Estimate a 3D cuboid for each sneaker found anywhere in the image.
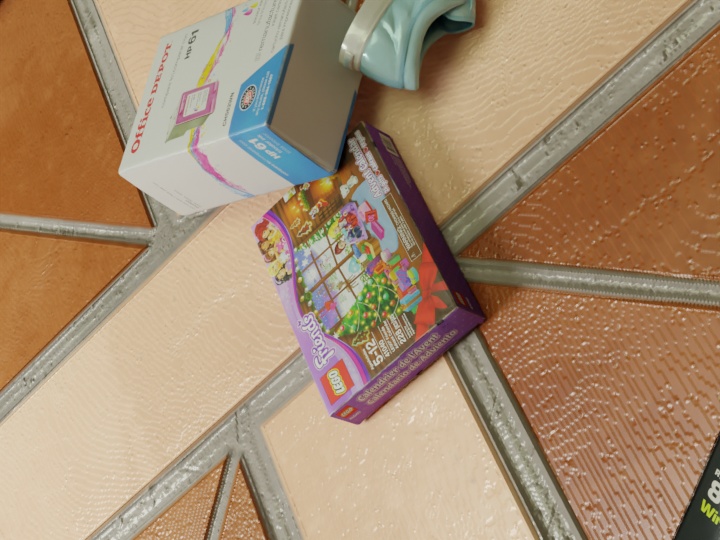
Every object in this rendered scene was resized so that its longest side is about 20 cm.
[{"bbox_3d":[0.066,-0.230,1.145,0.082,0.074,0.200,30,86,7],"label":"sneaker"}]

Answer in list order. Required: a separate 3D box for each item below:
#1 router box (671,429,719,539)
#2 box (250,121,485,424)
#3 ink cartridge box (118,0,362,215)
[{"bbox_3d":[0.261,0.180,0.773,0.200,0.062,0.150,43,128,43],"label":"router box"},{"bbox_3d":[0.000,0.000,1.121,0.137,0.039,0.200,-42,51,22],"label":"box"},{"bbox_3d":[-0.099,-0.141,1.204,0.200,0.085,0.145,-13,55,45],"label":"ink cartridge box"}]
